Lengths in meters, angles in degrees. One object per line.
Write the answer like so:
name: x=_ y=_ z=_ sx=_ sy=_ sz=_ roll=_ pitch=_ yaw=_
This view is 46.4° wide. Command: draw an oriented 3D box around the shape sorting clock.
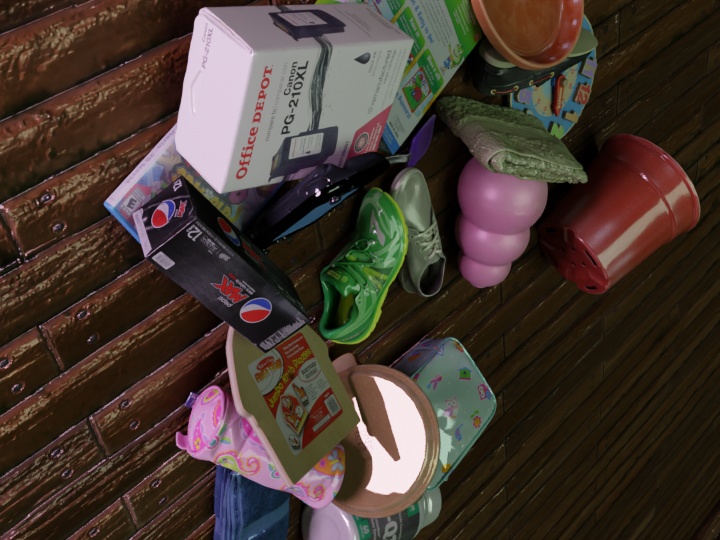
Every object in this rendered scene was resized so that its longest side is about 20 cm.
shape sorting clock: x=0.281 y=-0.276 z=1.217 sx=0.199 sy=0.039 sz=0.203 roll=-26 pitch=128 yaw=-38

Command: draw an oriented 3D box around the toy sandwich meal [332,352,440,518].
toy sandwich meal: x=0.013 y=0.210 z=1.064 sx=0.208 sy=0.203 sz=0.070 roll=-65 pitch=158 yaw=3

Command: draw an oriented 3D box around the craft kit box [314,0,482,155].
craft kit box: x=0.043 y=-0.271 z=0.948 sx=0.198 sy=0.048 sz=0.200 roll=-51 pitch=140 yaw=-12

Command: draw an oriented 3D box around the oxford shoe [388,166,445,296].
oxford shoe: x=0.078 y=-0.046 z=1.097 sx=0.075 sy=0.057 sz=0.202 roll=-34 pitch=135 yaw=-27

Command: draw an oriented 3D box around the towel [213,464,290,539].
towel: x=-0.132 y=0.298 z=1.063 sx=0.111 sy=0.048 sz=0.203 roll=-20 pitch=124 yaw=-42

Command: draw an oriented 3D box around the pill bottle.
pill bottle: x=0.020 y=0.351 z=1.214 sx=0.198 sy=0.112 sz=0.115 roll=-10 pitch=118 yaw=-46

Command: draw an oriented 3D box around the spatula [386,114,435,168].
spatula: x=0.027 y=-0.128 z=1.025 sx=0.199 sy=0.021 sz=0.057 roll=-33 pitch=148 yaw=-29

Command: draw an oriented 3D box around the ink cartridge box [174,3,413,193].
ink cartridge box: x=-0.062 y=-0.167 z=0.796 sx=0.198 sy=0.084 sz=0.146 roll=-17 pitch=139 yaw=-41

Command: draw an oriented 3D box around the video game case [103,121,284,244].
video game case: x=-0.147 y=-0.095 z=0.850 sx=0.201 sy=0.018 sz=0.144 roll=-52 pitch=139 yaw=-15

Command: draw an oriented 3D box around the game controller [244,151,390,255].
game controller: x=-0.050 y=-0.065 z=0.861 sx=0.103 sy=0.199 sz=0.043 roll=-18 pitch=84 yaw=-34

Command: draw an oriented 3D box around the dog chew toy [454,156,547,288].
dog chew toy: x=0.186 y=-0.066 z=1.170 sx=0.124 sy=0.124 sz=0.202 roll=-22 pitch=135 yaw=-39

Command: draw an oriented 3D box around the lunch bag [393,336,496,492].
lunch bag: x=0.096 y=0.208 z=1.202 sx=0.200 sy=0.077 sz=0.161 roll=-43 pitch=108 yaw=-26

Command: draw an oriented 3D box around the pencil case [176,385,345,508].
pencil case: x=-0.109 y=0.204 z=0.964 sx=0.199 sy=0.087 sz=0.088 roll=31 pitch=87 yaw=-32

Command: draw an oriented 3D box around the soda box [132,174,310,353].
soda box: x=-0.133 y=-0.001 z=0.832 sx=0.063 sy=0.071 sz=0.200 roll=-35 pitch=137 yaw=6

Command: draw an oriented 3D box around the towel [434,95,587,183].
towel: x=0.198 y=-0.170 z=1.090 sx=0.198 sy=0.149 sz=0.037 roll=2 pitch=130 yaw=-38

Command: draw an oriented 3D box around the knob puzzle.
knob puzzle: x=-0.092 y=0.120 z=0.948 sx=0.030 sy=0.223 sz=0.218 roll=-28 pitch=152 yaw=28

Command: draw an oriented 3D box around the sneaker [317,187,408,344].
sneaker: x=0.000 y=0.000 z=1.025 sx=0.083 sy=0.074 sz=0.203 roll=-3 pitch=113 yaw=-51

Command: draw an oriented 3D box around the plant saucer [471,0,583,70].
plant saucer: x=0.202 y=-0.349 z=1.040 sx=0.198 sy=0.032 sz=0.204 roll=4 pitch=84 yaw=-37

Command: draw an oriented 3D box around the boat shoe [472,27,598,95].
boat shoe: x=0.231 y=-0.284 z=1.118 sx=0.199 sy=0.074 sz=0.064 roll=-21 pitch=148 yaw=-28

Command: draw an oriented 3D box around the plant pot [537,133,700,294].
plant pot: x=0.403 y=-0.080 z=1.359 sx=0.195 sy=0.200 sz=0.202 roll=-40 pitch=137 yaw=-13
